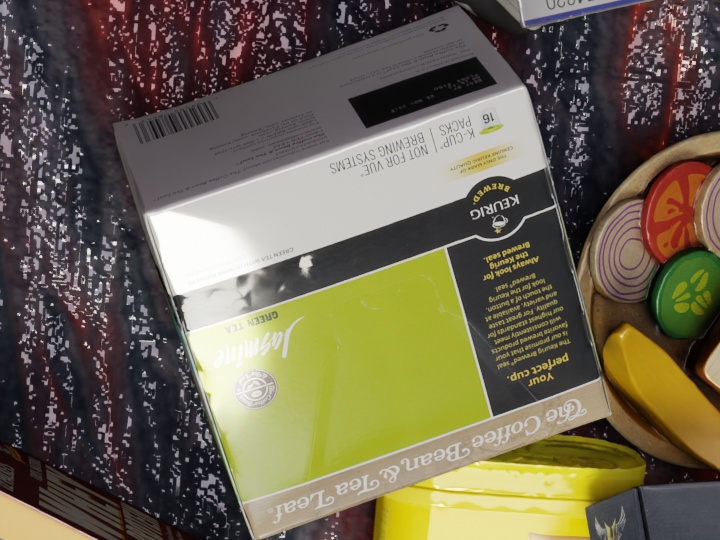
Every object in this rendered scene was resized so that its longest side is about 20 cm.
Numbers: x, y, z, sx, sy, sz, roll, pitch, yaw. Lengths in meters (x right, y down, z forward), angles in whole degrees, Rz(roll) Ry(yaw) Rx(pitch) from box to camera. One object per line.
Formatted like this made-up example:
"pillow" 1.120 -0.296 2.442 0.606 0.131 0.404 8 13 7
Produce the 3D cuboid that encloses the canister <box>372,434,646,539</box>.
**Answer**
"canister" 0.072 0.193 1.485 0.148 0.087 0.201 4 98 -9

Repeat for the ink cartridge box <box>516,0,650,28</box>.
"ink cartridge box" 0.138 -0.241 1.430 0.196 0.043 0.201 -14 100 -27

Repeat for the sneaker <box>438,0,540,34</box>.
"sneaker" 0.008 -0.178 1.445 0.200 0.076 0.088 36 112 -11

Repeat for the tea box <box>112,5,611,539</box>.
"tea box" 0.000 0.000 1.404 0.199 0.134 0.197 -18 115 -5

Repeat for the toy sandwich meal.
"toy sandwich meal" 0.209 0.024 1.472 0.204 0.070 0.206 -3 99 -21

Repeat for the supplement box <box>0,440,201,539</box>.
"supplement box" -0.175 0.217 1.430 0.197 0.133 0.201 27 93 -10

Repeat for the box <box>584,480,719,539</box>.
"box" 0.221 0.191 1.441 0.199 0.051 0.158 2 71 -33
